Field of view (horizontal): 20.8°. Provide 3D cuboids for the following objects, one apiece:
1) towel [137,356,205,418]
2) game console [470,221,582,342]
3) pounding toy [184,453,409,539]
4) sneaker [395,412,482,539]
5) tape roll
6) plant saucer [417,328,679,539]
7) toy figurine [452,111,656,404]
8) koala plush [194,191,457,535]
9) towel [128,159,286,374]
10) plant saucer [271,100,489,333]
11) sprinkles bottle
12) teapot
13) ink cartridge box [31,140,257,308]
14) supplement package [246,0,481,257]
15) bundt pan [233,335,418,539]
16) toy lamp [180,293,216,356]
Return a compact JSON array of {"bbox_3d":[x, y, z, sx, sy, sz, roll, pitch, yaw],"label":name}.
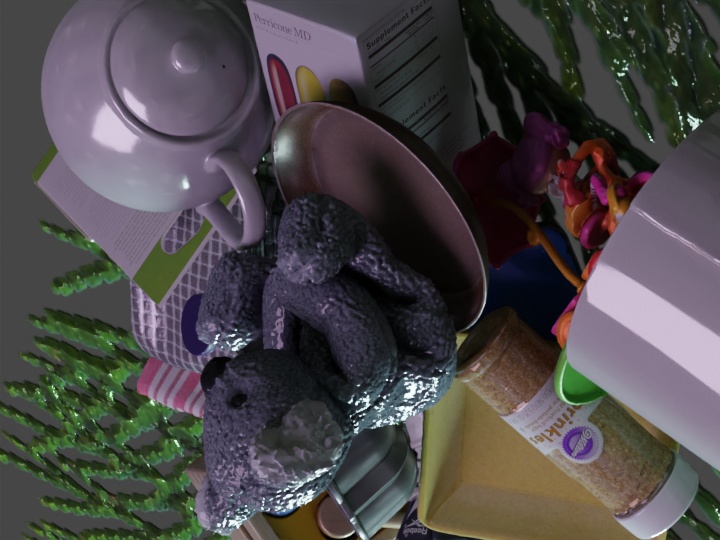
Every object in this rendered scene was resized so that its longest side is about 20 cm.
[{"bbox_3d":[-0.121,0.069,1.826,0.199,0.147,0.030,14,172,45],"label":"towel"},{"bbox_3d":[0.122,0.036,1.586,0.170,0.119,0.201,-14,119,23],"label":"game console"},{"bbox_3d":[-0.019,0.213,1.836,0.200,0.184,0.142,56,160,-11],"label":"pounding toy"},{"bbox_3d":[0.064,0.190,1.725,0.079,0.130,0.200,-12,115,56],"label":"sneaker"},{"bbox_3d":[0.241,0.015,1.224,0.139,0.203,0.203,35,148,23],"label":"tape roll"},{"bbox_3d":[0.149,0.128,1.538,0.199,0.049,0.201,8,124,9],"label":"plant saucer"},{"bbox_3d":[0.142,-0.039,1.389,0.184,0.150,0.201,44,129,27],"label":"toy figurine"},{"bbox_3d":[-0.040,0.087,1.365,0.184,0.200,0.177,38,145,-12],"label":"koala plush"},{"bbox_3d":[-0.132,-0.004,1.743,0.165,0.085,0.201,16,113,43],"label":"towel"},{"bbox_3d":[0.019,-0.043,1.392,0.200,0.032,0.201,34,150,23],"label":"plant saucer"},{"bbox_3d":[0.159,0.113,1.455,0.200,0.068,0.068,41,152,-12],"label":"sprinkles bottle"},{"bbox_3d":[-0.140,-0.138,1.466,0.199,0.198,0.146,23,166,-14],"label":"teapot"},{"bbox_3d":[-0.166,-0.074,1.657,0.200,0.148,0.076,43,-168,33],"label":"ink cartridge box"},{"bbox_3d":[0.008,-0.131,1.452,0.113,0.109,0.201,23,141,36],"label":"supplement package"},{"bbox_3d":[-0.022,0.114,1.552,0.202,0.076,0.202,56,175,8],"label":"bundt pan"},{"bbox_3d":[-0.056,0.051,1.675,0.058,0.199,0.059,-3,86,55],"label":"toy lamp"}]
